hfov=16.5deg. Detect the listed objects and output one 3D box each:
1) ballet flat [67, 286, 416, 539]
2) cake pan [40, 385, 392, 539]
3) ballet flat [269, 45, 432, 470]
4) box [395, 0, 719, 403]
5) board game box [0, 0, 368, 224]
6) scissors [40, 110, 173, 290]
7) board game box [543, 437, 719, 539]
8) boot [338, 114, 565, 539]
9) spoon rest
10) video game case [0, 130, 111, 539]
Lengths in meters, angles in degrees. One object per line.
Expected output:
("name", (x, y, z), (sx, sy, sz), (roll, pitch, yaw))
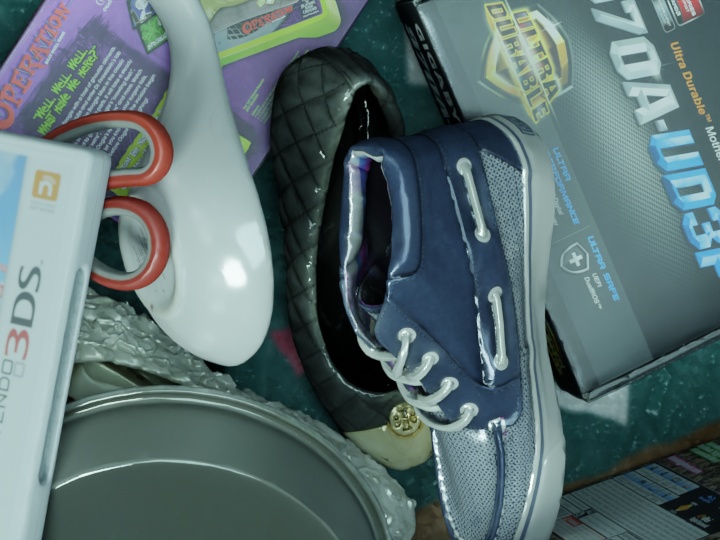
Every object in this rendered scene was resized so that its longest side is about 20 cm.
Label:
("ballet flat", (-0.065, 0.083, 1.089), (0.199, 0.072, 0.072), (32, 88, -11))
("cake pan", (-0.082, 0.143, 1.062), (0.199, 0.037, 0.201), (-2, 120, -3))
("ballet flat", (0.000, 0.000, 1.091), (0.066, 0.057, 0.201), (-19, 111, -16))
("box", (0.127, -0.064, 1.126), (0.158, 0.046, 0.201), (-25, 98, -8))
("board game box", (-0.070, -0.116, 1.094), (0.120, 0.032, 0.201), (35, 87, -14))
("scissors", (-0.159, -0.016, 1.041), (0.199, 0.014, 0.074), (-11, 89, 29))
("board game box", (0.188, 0.132, 1.095), (0.199, 0.159, 0.097), (-18, 98, -9))
("boot", (0.032, 0.036, 1.061), (0.090, 0.073, 0.202), (-9, 100, -39))
("spoon rest", (-0.080, -0.057, 1.044), (0.060, 0.099, 0.201), (-18, 84, -30))
("video game case", (-0.209, 0.023, 1.029), (0.199, 0.022, 0.183), (12, 92, 21))
